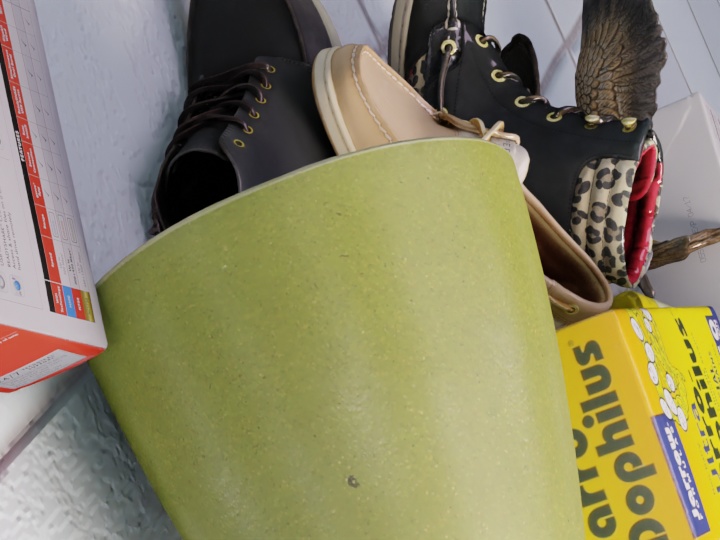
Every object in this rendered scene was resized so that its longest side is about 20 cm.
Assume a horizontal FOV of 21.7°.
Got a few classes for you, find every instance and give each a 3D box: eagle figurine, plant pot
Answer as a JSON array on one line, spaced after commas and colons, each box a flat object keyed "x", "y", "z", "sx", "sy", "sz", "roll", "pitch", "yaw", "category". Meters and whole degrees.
[{"x": 0.142, "y": -0.080, "z": 1.266, "sx": 0.151, "sy": 0.150, "sz": 0.202, "roll": -33, "pitch": 109, "yaw": -32, "category": "eagle figurine"}, {"x": 0.010, "y": 0.082, "z": 0.713, "sx": 0.187, "sy": 0.186, "sz": 0.202, "roll": 15, "pitch": 50, "yaw": -64, "category": "plant pot"}]

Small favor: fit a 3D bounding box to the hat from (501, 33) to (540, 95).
[{"x": 0.068, "y": -0.037, "z": 1.122, "sx": 0.201, "sy": 0.080, "sz": 0.203, "roll": -4, "pitch": 90, "yaw": -89, "category": "hat"}]

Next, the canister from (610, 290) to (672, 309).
[{"x": 0.224, "y": 0.104, "z": 1.072, "sx": 0.198, "sy": 0.087, "sz": 0.149, "roll": 22, "pitch": 39, "yaw": -21, "category": "canister"}]

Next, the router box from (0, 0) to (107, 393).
[{"x": -0.172, "y": -0.071, "z": 0.633, "sx": 0.179, "sy": 0.048, "sz": 0.202, "roll": 22, "pitch": 50, "yaw": -62, "category": "router box"}]

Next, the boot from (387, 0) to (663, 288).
[{"x": 0.091, "y": -0.090, "z": 1.004, "sx": 0.073, "sy": 0.152, "sz": 0.206, "roll": 17, "pitch": 81, "yaw": -62, "category": "boot"}]

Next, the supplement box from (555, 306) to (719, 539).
[{"x": 0.116, "y": 0.085, "z": 0.885, "sx": 0.200, "sy": 0.109, "sz": 0.110, "roll": 1, "pitch": 68, "yaw": -67, "category": "supplement box"}]

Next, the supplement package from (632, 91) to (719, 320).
[{"x": 0.219, "y": 0.004, "z": 1.371, "sx": 0.111, "sy": 0.154, "sz": 0.202, "roll": 34, "pitch": 40, "yaw": -55, "category": "supplement package"}]

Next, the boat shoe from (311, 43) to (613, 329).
[{"x": 0.054, "y": -0.041, "z": 0.915, "sx": 0.200, "sy": 0.069, "sz": 0.074, "roll": 48, "pitch": 32, "yaw": -28, "category": "boat shoe"}]

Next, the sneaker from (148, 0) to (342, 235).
[{"x": -0.056, "y": -0.077, "z": 0.887, "sx": 0.106, "sy": 0.074, "sz": 0.202, "roll": 25, "pitch": 49, "yaw": -60, "category": "sneaker"}]
